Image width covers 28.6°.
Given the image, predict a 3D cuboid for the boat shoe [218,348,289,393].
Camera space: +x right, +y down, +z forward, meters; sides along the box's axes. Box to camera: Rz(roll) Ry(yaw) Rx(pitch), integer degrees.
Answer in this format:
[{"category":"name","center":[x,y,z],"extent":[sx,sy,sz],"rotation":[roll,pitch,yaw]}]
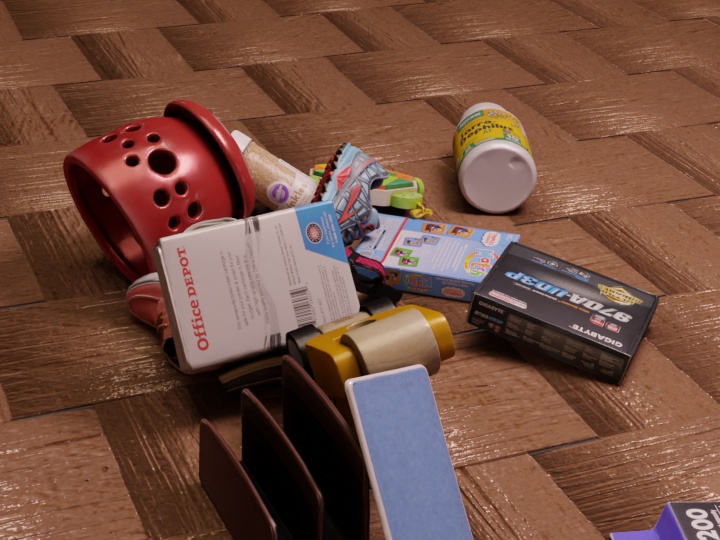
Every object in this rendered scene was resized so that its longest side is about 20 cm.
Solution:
[{"category":"boat shoe","center":[-0.056,0.114,1.563],"extent":[0.200,0.065,0.073],"rotation":[-14,0,3]}]

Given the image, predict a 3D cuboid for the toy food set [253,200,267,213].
[{"category":"toy food set","center":[-0.186,-0.093,1.972],"extent":[0.200,0.060,0.143],"rotation":[-10,29,-39]}]

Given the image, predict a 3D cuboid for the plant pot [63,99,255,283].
[{"category":"plant pot","center":[-0.246,-0.100,1.774],"extent":[0.182,0.201,0.200],"rotation":[-34,41,-24]}]

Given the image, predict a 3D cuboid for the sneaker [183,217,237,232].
[{"category":"sneaker","center":[-0.116,0.001,1.625],"extent":[0.200,0.116,0.074],"rotation":[12,61,23]}]

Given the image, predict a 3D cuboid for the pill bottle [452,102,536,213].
[{"category":"pill bottle","center":[0.194,-0.174,2.083],"extent":[0.113,0.113,0.200],"rotation":[2,28,-1]}]

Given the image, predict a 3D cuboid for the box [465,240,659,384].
[{"category":"box","center":[0.246,0.047,1.703],"extent":[0.200,0.046,0.159],"rotation":[22,32,14]}]

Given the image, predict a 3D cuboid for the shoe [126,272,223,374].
[{"category":"shoe","center":[-0.216,0.062,1.646],"extent":[0.200,0.072,0.091],"rotation":[10,40,33]}]

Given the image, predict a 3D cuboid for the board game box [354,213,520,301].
[{"category":"board game box","center":[0.099,-0.017,1.858],"extent":[0.200,0.037,0.151],"rotation":[8,29,13]}]

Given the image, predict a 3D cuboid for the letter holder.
[{"category":"letter holder","center":[-0.076,0.186,1.344],"extent":[0.100,0.142,0.200],"rotation":[-10,31,-23]}]

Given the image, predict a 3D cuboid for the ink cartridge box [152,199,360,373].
[{"category":"ink cartridge box","center":[-0.114,0.018,1.544],"extent":[0.200,0.146,0.084],"rotation":[-13,-3,-15]}]

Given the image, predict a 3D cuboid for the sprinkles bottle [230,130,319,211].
[{"category":"sprinkles bottle","center":[-0.103,-0.110,1.898],"extent":[0.200,0.068,0.068],"rotation":[32,29,-4]}]

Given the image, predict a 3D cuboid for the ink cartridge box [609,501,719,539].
[{"category":"ink cartridge box","center":[0.350,0.286,1.296],"extent":[0.200,0.043,0.198],"rotation":[-2,28,-5]}]

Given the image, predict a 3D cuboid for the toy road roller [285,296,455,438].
[{"category":"toy road roller","center":[0.018,0.116,1.443],"extent":[0.123,0.146,0.200],"rotation":[-20,8,-18]}]

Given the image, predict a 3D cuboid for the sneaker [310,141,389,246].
[{"category":"sneaker","center":[-0.020,-0.066,1.830],"extent":[0.095,0.200,0.079],"rotation":[25,-16,-8]}]

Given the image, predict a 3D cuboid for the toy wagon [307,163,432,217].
[{"category":"toy wagon","center":[0.021,-0.115,1.990],"extent":[0.200,0.040,0.155],"rotation":[18,20,41]}]

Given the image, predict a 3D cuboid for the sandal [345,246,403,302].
[{"category":"sandal","center":[0.000,0.000,1.706],"extent":[0.075,0.045,0.200],"rotation":[28,4,24]}]

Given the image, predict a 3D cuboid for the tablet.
[{"category":"tablet","center":[0.047,0.190,1.292],"extent":[0.014,0.200,0.130],"rotation":[-20,-8,35]}]
